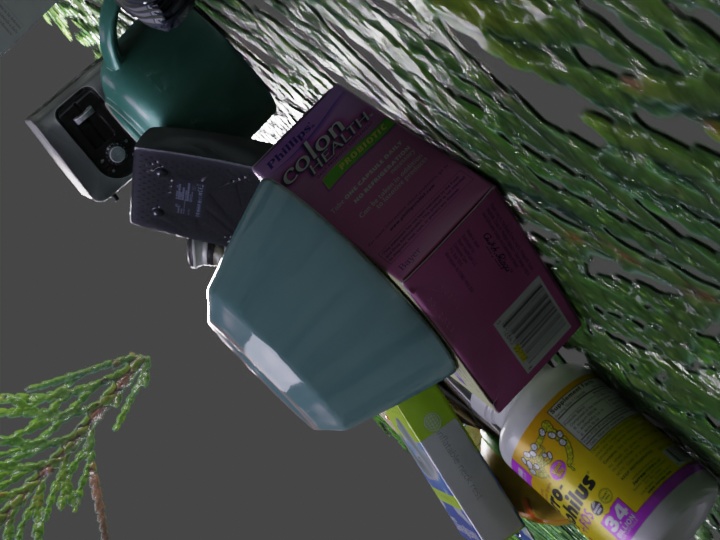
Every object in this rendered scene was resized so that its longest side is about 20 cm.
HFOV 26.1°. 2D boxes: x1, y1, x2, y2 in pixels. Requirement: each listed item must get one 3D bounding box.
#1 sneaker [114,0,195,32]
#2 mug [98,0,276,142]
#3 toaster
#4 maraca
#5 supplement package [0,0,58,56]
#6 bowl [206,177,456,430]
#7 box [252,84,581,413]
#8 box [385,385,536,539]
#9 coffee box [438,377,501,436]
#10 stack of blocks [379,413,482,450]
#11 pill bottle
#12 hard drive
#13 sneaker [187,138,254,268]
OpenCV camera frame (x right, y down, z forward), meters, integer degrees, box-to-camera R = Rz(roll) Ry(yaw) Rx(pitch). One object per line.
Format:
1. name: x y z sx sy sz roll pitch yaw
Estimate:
1. sneaker: -0.169 -0.239 1.278 0.081 0.074 0.200 37 -178 -18
2. mug: -0.182 -0.177 1.459 0.185 0.114 0.152 45 173 -6
3. toaster: -0.249 -0.169 1.647 0.119 0.181 0.200 52 172 -13
4. maraca: 0.173 0.181 1.514 0.137 0.107 0.200 30 -174 -16
5. supplement package: -0.337 -0.284 1.388 0.117 0.200 0.117 36 169 48
6. bowl: -0.037 0.039 1.131 0.201 0.105 0.201 45 172 8
7. box: 0.042 -0.018 1.163 0.200 0.097 0.176 36 169 45
8. box: 0.084 0.179 1.450 0.201 0.047 0.122 58 172 -3
9. coffee box: 0.101 0.086 1.478 0.113 0.080 0.200 46 173 -6
10. stack of blocks: 0.099 0.154 1.736 0.059 0.115 0.200 47 173 -24
11. pill bottle: 0.184 0.147 1.257 0.200 0.104 0.104 41 172 27
12. hard drive: -0.108 -0.070 1.418 0.198 0.043 0.135 12 147 -3
13. sneaker: -0.101 -0.082 1.542 0.114 0.202 0.076 6 147 1
